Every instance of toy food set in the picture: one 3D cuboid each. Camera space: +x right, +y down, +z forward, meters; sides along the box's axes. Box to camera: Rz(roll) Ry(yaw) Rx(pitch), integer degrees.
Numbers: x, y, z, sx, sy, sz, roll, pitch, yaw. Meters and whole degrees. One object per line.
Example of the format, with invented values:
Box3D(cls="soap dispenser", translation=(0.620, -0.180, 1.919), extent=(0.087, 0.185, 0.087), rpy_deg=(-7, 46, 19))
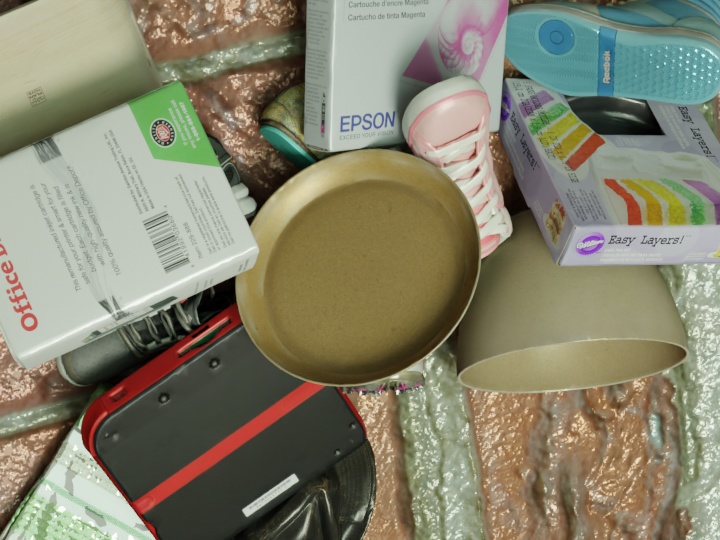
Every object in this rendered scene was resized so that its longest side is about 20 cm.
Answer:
Box3D(cls="toy food set", translation=(-0.259, -0.145, 1.312), extent=(0.199, 0.060, 0.144), rpy_deg=(-25, 123, -10))

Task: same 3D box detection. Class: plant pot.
Box3D(cls="plant pot", translation=(0.000, 0.000, 1.311), extent=(0.200, 0.200, 0.028), rpy_deg=(-43, 151, -4))
Box3D(cls="plant pot", translation=(0.176, 0.019, 1.453), extent=(0.199, 0.200, 0.135), rpy_deg=(1, 74, -20))

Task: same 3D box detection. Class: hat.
Box3D(cls="hat", translation=(-0.062, 0.218, 1.465), extent=(0.199, 0.081, 0.202), rpy_deg=(-5, 106, -18))

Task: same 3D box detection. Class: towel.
Box3D(cls="towel", translation=(-0.213, 0.214, 1.427), extent=(0.149, 0.031, 0.201), rpy_deg=(33, 90, -12))

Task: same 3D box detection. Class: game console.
Box3D(cls="game console", translation=(-0.111, 0.131, 1.379), extent=(0.199, 0.031, 0.177), rpy_deg=(-34, 123, -4))

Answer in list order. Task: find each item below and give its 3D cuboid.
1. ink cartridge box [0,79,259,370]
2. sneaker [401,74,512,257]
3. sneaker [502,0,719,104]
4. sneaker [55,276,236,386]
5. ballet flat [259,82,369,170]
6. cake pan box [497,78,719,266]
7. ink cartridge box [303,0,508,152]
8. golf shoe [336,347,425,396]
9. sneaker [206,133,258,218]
Box3D(cls="ink cartridge box", translation=(-0.197, -0.033, 1.274), extent=(0.199, 0.084, 0.147), rpy_deg=(-24, 85, -10))
Box3D(cls="sneaker", translation=(0.085, -0.072, 1.366), extent=(0.075, 0.201, 0.105), rpy_deg=(-22, 66, -11))
Box3D(cls="sneaker", translation=(0.225, -0.209, 1.458), extent=(0.199, 0.131, 0.080), rpy_deg=(14, 129, 11))
Box3D(cls="sneaker", translation=(-0.161, 0.030, 1.376), extent=(0.199, 0.082, 0.077), rpy_deg=(-35, 114, -8))
Box3D(cls="ballet flat", translation=(-0.002, -0.079, 1.416), extent=(0.071, 0.071, 0.200), rpy_deg=(-45, 114, -3))
Box3D(cls="cake pan box", translation=(0.224, -0.087, 1.430), extent=(0.183, 0.201, 0.053), rpy_deg=(2, 134, -20))
Box3D(cls="ink cartridge box", translation=(0.041, -0.205, 1.369), extent=(0.195, 0.043, 0.202), rpy_deg=(-11, 111, -39))
Box3D(cls="golf shoe", translation=(0.010, 0.048, 1.381), extent=(0.072, 0.200, 0.093), rpy_deg=(-4, 100, -6))
Box3D(cls="sneaker", translation=(-0.189, -0.051, 1.360), extent=(0.199, 0.080, 0.087), rpy_deg=(-20, 88, -12))
